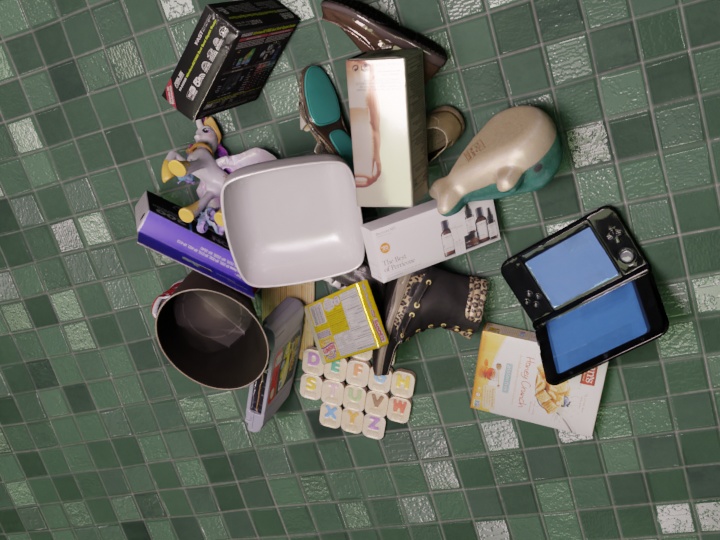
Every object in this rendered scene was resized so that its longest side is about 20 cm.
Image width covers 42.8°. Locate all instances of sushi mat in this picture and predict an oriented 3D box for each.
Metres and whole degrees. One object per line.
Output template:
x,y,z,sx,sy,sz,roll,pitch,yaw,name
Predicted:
-0.122,0.059,1.554,0.094,0.012,0.202,8,114,15,sushi mat

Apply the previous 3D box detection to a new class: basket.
-0.227,0.070,1.413,0.180,0.200,0.136,39,98,-18,basket

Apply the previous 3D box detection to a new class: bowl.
-0.099,-0.081,1.345,0.197,0.075,0.202,-10,125,-2,bowl

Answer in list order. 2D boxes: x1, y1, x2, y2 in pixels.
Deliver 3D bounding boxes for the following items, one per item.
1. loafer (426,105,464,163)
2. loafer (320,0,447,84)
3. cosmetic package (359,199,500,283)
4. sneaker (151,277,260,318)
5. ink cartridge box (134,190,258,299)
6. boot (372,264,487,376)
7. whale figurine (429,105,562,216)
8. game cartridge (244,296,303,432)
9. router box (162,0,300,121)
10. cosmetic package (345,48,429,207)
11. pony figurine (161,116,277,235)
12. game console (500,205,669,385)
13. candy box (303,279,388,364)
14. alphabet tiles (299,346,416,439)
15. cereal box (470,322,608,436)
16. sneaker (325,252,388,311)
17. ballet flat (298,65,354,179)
0.062,-0.175,1.364,0.199,0.067,0.076,-35,98,27,loafer
0.024,-0.323,1.312,0.199,0.073,0.071,30,117,5,loafer
0.104,-0.056,1.344,0.198,0.051,0.084,-21,107,-17,cosmetic package
-0.259,0.044,1.534,0.198,0.113,0.072,-15,106,27,sneaker
-0.250,-0.044,1.417,0.197,0.200,0.044,27,101,-21,ink cartridge box
0.104,0.081,1.424,0.149,0.073,0.202,12,103,-11,boot
0.194,-0.139,1.291,0.199,0.160,0.104,-37,121,10,whale figurine
-0.139,0.152,1.515,0.040,0.133,0.202,16,117,10,game cartridge
-0.183,-0.307,1.317,0.062,0.200,0.150,38,118,5,router box
0.040,-0.197,1.268,0.086,0.103,0.203,1,109,17,cosmetic package
-0.219,-0.141,1.422,0.166,0.201,0.193,-29,114,25,pony figurine
0.319,0.036,1.336,0.199,0.116,0.177,-30,100,26,game console
-0.027,0.084,1.442,0.200,0.026,0.103,-24,86,60,candy box
-0.006,0.195,1.564,0.197,0.015,0.198,13,115,10,alphabet tiles
0.281,0.171,1.447,0.197,0.040,0.146,11,115,14,cereal box
0.000,0.000,1.462,0.200,0.067,0.091,41,115,-5,sneaker
-0.052,-0.205,1.381,0.075,0.067,0.202,-37,77,51,ballet flat
